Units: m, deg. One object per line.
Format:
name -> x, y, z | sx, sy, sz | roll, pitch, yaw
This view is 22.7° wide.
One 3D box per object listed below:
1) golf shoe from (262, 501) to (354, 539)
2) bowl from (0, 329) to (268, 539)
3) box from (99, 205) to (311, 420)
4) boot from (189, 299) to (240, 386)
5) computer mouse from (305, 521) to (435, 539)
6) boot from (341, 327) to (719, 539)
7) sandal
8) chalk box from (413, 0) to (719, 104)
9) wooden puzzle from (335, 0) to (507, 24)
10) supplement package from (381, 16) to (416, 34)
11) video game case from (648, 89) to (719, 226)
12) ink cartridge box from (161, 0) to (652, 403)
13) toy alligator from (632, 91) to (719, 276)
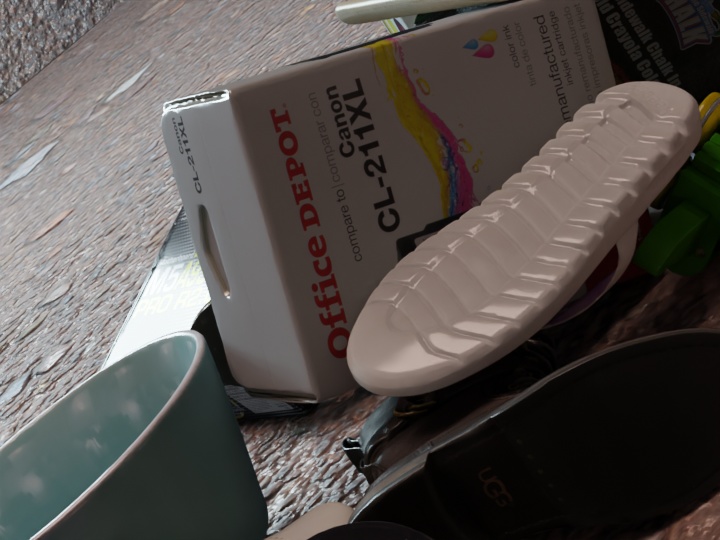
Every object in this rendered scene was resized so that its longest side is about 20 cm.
golf shoe -> -0.072, 0.143, 0.745 | 0.200, 0.092, 0.075 | -36, 12, -38
bowl -> -0.121, 0.131, 0.852 | 0.200, 0.105, 0.201 | -36, 15, 11
box -> -0.072, 0.014, 1.092 | 0.200, 0.044, 0.161 | -11, 50, 53
boot -> 0.000, 0.000, 0.968 | 0.199, 0.074, 0.076 | -25, 25, 6
computer mouse -> -0.011, 0.171, 0.620 | 0.138, 0.053, 0.200 | -1, 35, 15
boot -> 0.072, 0.057, 0.762 | 0.199, 0.069, 0.174 | -25, 12, 12
sandal -> 0.082, -0.005, 0.782 | 0.202, 0.050, 0.082 | -41, 38, -17
chalk box -> 0.149, -0.157, 0.976 | 0.199, 0.125, 0.124 | -29, 20, 22
wooden puzzle -> 0.089, -0.200, 0.932 | 0.200, 0.037, 0.185 | -42, 18, -15
supplement package -> 0.065, -0.188, 1.157 | 0.109, 0.200, 0.114 | -36, 18, -1
video game case -> 0.152, -0.069, 0.989 | 0.200, 0.024, 0.182 | -12, 30, 52
ink cartridge box -> 0.026, -0.037, 0.842 | 0.199, 0.147, 0.083 | -20, 9, -27
toy alligator -> 0.186, -0.055, 0.849 | 0.200, 0.059, 0.054 | -46, -20, -27
